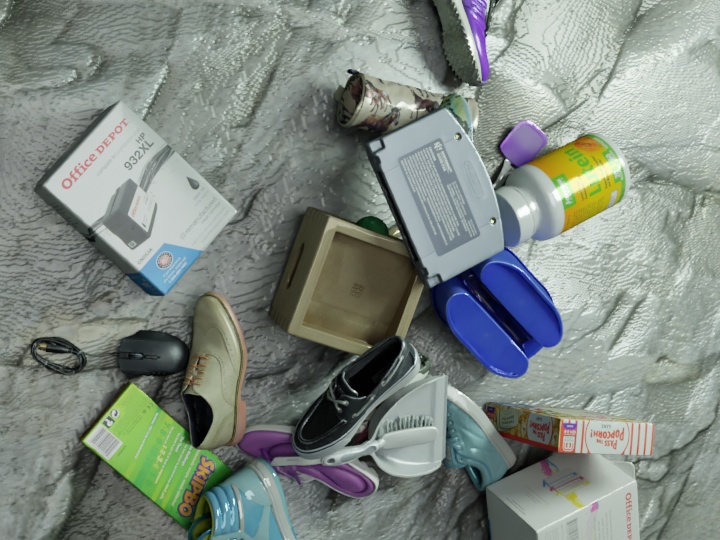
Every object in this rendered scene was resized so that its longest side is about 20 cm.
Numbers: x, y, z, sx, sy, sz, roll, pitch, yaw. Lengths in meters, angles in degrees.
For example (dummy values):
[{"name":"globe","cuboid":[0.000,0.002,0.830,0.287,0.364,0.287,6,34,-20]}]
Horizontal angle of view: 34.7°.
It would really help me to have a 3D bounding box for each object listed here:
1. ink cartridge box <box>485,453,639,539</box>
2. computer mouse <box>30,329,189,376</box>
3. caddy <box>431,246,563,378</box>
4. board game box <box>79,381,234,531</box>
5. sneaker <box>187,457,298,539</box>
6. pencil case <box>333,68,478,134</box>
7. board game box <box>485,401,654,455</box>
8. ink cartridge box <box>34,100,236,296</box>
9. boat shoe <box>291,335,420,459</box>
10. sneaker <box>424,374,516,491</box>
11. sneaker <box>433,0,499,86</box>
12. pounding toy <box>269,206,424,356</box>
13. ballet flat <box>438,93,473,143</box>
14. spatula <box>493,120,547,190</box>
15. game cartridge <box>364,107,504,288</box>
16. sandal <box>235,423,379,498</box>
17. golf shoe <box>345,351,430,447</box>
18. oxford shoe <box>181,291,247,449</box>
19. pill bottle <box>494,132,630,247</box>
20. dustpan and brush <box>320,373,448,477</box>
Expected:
[{"name":"ink cartridge box","cuboid":[0.296,0.347,1.631,0.199,0.125,0.129,-20,118,-23]},{"name":"computer mouse","cuboid":[-0.309,0.104,1.441,0.199,0.034,0.059,2,90,-22]},{"name":"caddy","cuboid":[0.191,0.054,1.617,0.141,0.105,0.200,-42,106,7]},{"name":"board game box","cuboid":[-0.251,0.242,1.469,0.200,0.030,0.096,44,75,-15]},{"name":"sneaker","cuboid":[-0.150,0.353,1.473,0.130,0.079,0.201,-22,101,-30]},{"name":"pencil case","cuboid":[0.065,-0.216,1.570,0.199,0.090,0.078,9,123,-26]},{"name":"board game box","cuboid":[0.285,0.218,1.602,0.150,0.200,0.047,6,88,-22]},{"name":"ink cartridge box","cuboid":[-0.277,-0.087,1.426,0.200,0.084,0.145,44,75,-17]},{"name":"boat shoe","cuboid":[-0.013,0.156,1.444,0.200,0.072,0.068,-38,148,2]},{"name":"sneaker","cuboid":[0.138,0.231,1.603,0.200,0.074,0.082,48,71,-20]},{"name":"sneaker","cuboid":[0.161,-0.363,1.619,0.099,0.069,0.201,-21,99,-24]},{"name":"pounding toy","cuboid":[0.000,0.000,1.532,0.183,0.142,0.201,19,94,-21]},{"name":"ballet flat","cuboid":[0.108,-0.132,1.507,0.074,0.074,0.202,-1,92,-23]},{"name":"spatula","cuboid":[0.198,-0.129,1.660,0.056,0.021,0.201,40,76,-22]},{"name":"game cartridge","cuboid":[0.101,-0.096,1.463,0.133,0.041,0.201,-27,101,-19]},{"name":"sandal","cuboid":[-0.067,0.254,1.504,0.201,0.083,0.050,21,40,-11]},{"name":"golf shoe","cuboid":[0.017,0.185,1.566,0.199,0.077,0.088,-34,115,-12]},{"name":"oxford shoe","cuboid":[-0.189,0.129,1.459,0.074,0.070,0.202,-10,94,-54]},{"name":"pill bottle","cuboid":[0.276,-0.110,1.639,0.199,0.111,0.112,-27,100,-24]},{"name":"dustpan and brush","cuboid":[0.035,0.221,1.509,0.199,0.057,0.141,-8,112,-20]}]
